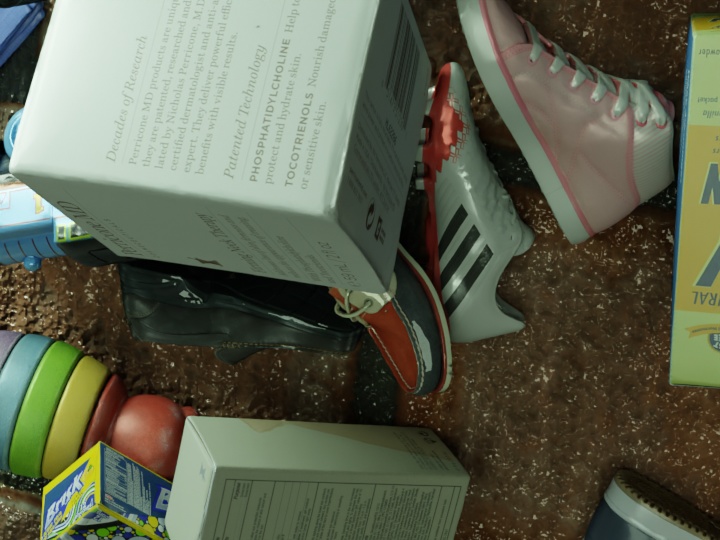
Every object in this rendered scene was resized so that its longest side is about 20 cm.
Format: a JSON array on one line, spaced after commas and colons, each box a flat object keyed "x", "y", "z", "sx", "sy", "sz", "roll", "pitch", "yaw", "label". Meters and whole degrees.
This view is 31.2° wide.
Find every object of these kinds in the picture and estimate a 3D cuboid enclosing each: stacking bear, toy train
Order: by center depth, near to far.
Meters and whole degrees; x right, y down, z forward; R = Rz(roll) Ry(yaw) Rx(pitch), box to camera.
[{"x": -0.228, "y": -0.057, "z": 0.953, "sx": 0.197, "sy": 0.087, "sz": 0.116, "roll": -8, "pitch": 72, "yaw": 16, "label": "toy train"}, {"x": -0.225, "y": 0.114, "z": 0.999, "sx": 0.197, "sy": 0.114, "sz": 0.123, "roll": 18, "pitch": 73, "yaw": -2, "label": "stacking bear"}]

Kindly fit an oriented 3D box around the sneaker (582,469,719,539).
[{"x": 0.244, "y": 0.242, "z": 0.930, "sx": 0.199, "sy": 0.070, "sz": 0.109, "roll": 33, "pitch": 105, "yaw": 12, "label": "sneaker"}]

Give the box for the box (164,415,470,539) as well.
[{"x": -0.032, "y": 0.165, "z": 0.925, "sx": 0.197, "sy": 0.078, "sz": 0.096, "roll": 8, "pitch": 108, "yaw": -25, "label": "box"}]

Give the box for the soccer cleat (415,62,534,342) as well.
[{"x": 0.081, "y": -0.045, "z": 0.907, "sx": 0.084, "sy": 0.069, "sz": 0.203, "roll": 0, "pitch": 107, "yaw": 5, "label": "soccer cleat"}]

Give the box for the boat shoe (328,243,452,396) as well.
[{"x": 0.000, "y": 0.000, "z": 0.905, "sx": 0.071, "sy": 0.062, "sz": 0.202, "roll": -42, "pitch": 70, "yaw": 54, "label": "boat shoe"}]

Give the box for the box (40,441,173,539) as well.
[{"x": -0.143, "y": 0.213, "z": 0.975, "sx": 0.070, "sy": 0.065, "sz": 0.199, "roll": -38, "pitch": 125, "yaw": 20, "label": "box"}]

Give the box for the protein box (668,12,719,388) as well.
[{"x": 0.261, "y": -0.049, "z": 0.784, "sx": 0.133, "sy": 0.200, "sz": 0.202, "roll": 4, "pitch": 105, "yaw": 13, "label": "protein box"}]

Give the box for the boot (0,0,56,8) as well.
[{"x": -0.205, "y": -0.188, "z": 0.886, "sx": 0.076, "sy": 0.168, "sz": 0.201, "roll": -32, "pitch": 95, "yaw": 19, "label": "boot"}]

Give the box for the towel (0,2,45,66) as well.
[{"x": -0.347, "y": -0.227, "z": 0.994, "sx": 0.145, "sy": 0.024, "sz": 0.200, "roll": -42, "pitch": 89, "yaw": 22, "label": "towel"}]

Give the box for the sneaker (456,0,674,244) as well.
[{"x": 0.143, "y": -0.118, "z": 0.849, "sx": 0.104, "sy": 0.076, "sz": 0.201, "roll": -25, "pitch": 118, "yaw": 16, "label": "sneaker"}]

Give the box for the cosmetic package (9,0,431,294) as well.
[{"x": -0.075, "y": -0.097, "z": 0.799, "sx": 0.197, "sy": 0.167, "sz": 0.169, "roll": 8, "pitch": 76, "yaw": 15, "label": "cosmetic package"}]

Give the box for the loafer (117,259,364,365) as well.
[{"x": -0.090, "y": 0.036, "z": 0.970, "sx": 0.197, "sy": 0.073, "sz": 0.073, "roll": 15, "pitch": 116, "yaw": 20, "label": "loafer"}]
